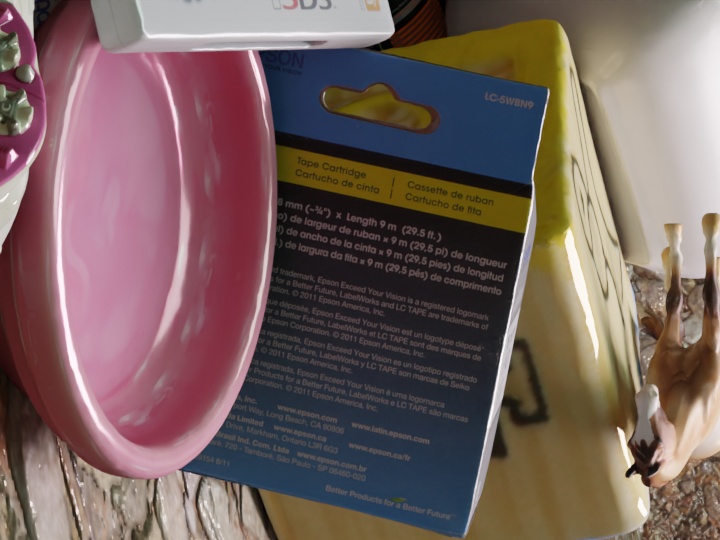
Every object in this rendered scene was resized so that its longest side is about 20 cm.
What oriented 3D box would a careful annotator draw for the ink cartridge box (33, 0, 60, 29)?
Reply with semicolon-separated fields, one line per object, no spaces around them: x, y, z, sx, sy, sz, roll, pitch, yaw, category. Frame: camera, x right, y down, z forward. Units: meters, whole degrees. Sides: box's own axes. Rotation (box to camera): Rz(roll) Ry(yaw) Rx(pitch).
-0.111;-0.161;1.001;0.094;0.044;0.201;54;28;-61;ink cartridge box

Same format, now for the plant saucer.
-0.091;-0.022;0.872;0.200;0.051;0.202;4;90;-70;plant saucer

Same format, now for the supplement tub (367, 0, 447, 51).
-0.008;-0.173;1.312;0.200;0.122;0.123;60;22;-60;supplement tub

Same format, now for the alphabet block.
0.035;0.016;1.178;0.196;0.195;0.201;-87;163;-52;alphabet block

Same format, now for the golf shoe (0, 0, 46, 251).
-0.143;-0.085;0.765;0.092;0.075;0.201;103;-14;-53;golf shoe

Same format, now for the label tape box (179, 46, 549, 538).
0.000;0.000;0.991;0.063;0.143;0.201;-44;146;-74;label tape box

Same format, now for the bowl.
0.130;-0.084;1.278;0.199;0.075;0.201;24;-35;47;bowl

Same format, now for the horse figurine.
0.164;0.049;1.150;0.200;0.050;0.133;50;44;-79;horse figurine

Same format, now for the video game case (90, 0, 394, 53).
-0.060;-0.182;0.863;0.182;0.023;0.201;-11;86;-60;video game case
